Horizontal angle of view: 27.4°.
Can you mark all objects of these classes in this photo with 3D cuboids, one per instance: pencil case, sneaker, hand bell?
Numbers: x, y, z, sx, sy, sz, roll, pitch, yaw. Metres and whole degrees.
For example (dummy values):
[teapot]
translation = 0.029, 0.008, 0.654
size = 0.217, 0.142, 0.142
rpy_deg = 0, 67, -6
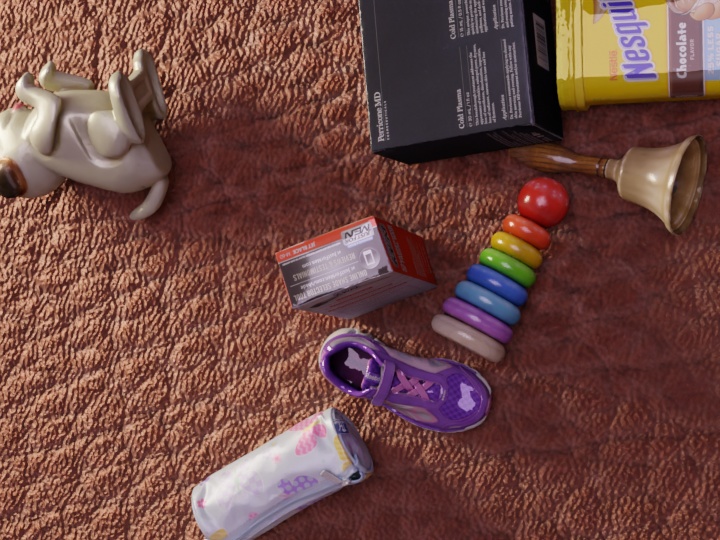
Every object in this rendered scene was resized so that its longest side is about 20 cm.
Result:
[pencil case]
translation = -0.084, 0.228, 1.592
size = 0.200, 0.083, 0.091
rpy_deg = -29, 57, 12
[sneaker]
translation = 0.039, 0.118, 1.564
size = 0.200, 0.088, 0.081
rpy_deg = 18, 90, 15
[hand bell]
translation = 0.248, -0.109, 1.537
size = 0.200, 0.104, 0.104
rpy_deg = 15, 90, 29

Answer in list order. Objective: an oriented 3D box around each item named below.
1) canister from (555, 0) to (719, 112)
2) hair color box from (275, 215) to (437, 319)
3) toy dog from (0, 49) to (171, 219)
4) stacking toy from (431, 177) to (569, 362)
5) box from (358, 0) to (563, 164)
[canister]
translation = 0.305, -0.244, 1.518
size = 0.200, 0.087, 0.149
rpy_deg = -1, 86, 14
[hair color box]
translation = 0.000, 0.000, 1.524
size = 0.111, 0.200, 0.064
rpy_deg = -20, 81, 13
[toy dog]
translation = -0.322, -0.146, 1.665
size = 0.200, 0.140, 0.194
rpy_deg = -10, 120, 13
[stacking toy]
translation = 0.154, -0.008, 1.550
size = 0.085, 0.085, 0.200
rpy_deg = 27, 88, 15
[box]
translation = 0.104, -0.227, 1.547
size = 0.182, 0.104, 0.200
rpy_deg = -7, 83, 24
